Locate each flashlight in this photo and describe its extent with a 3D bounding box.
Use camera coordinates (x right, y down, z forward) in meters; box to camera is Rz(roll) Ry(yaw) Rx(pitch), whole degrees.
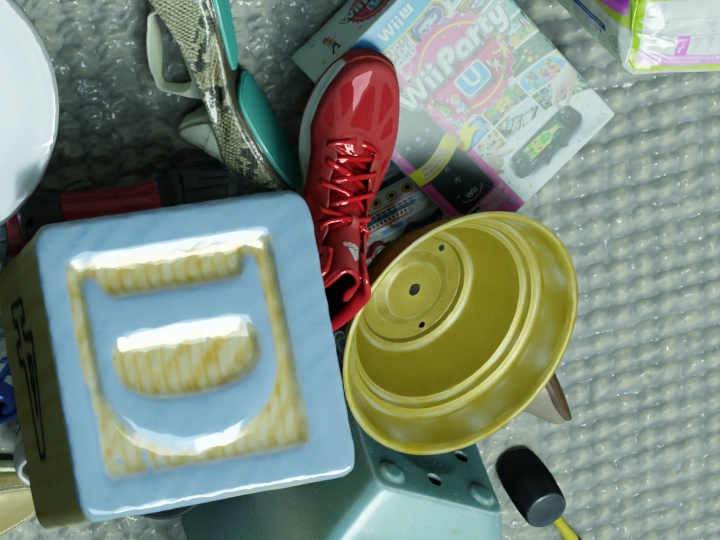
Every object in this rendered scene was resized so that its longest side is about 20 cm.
[{"bbox_3d":[-0.193,-0.048,1.557,0.199,0.068,0.068,-8,112,-16],"label":"flashlight"}]

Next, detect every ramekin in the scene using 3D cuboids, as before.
[{"bbox_3d":[-0.305,-0.119,1.441,0.201,0.094,0.203,-5,111,-13],"label":"ramekin"}]

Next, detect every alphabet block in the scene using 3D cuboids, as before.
[{"bbox_3d":[-0.133,0.065,1.482,0.194,0.200,0.197,-7,84,-17],"label":"alphabet block"}]

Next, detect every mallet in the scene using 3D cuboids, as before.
[{"bbox_3d":[0.183,0.234,1.860,0.041,0.066,0.200,-35,125,3],"label":"mallet"}]

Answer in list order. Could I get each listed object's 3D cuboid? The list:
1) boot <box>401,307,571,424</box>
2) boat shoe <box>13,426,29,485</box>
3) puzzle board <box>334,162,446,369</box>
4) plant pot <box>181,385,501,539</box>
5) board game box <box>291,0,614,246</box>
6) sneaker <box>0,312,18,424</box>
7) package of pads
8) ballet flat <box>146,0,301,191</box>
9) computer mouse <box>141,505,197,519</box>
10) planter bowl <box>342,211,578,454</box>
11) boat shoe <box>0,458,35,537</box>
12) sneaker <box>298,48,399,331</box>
[{"bbox_3d":[0.078,0.092,1.742,0.146,0.070,0.200,-26,137,7],"label":"boot"},{"bbox_3d":[-0.162,0.148,1.618,0.199,0.069,0.071,-1,112,-3],"label":"boat shoe"},{"bbox_3d":[0.000,0.000,1.687,0.199,0.017,0.151,-29,124,-4],"label":"puzzle board"},{"bbox_3d":[0.003,0.204,1.677,0.196,0.196,0.200,17,121,-28],"label":"plant pot"},{"bbox_3d":[0.070,-0.137,1.598,0.148,0.064,0.200,-45,120,4],"label":"board game box"},{"bbox_3d":[-0.250,0.067,1.588,0.200,0.088,0.075,-43,122,5],"label":"sneaker"},{"bbox_3d":[0.258,-0.204,1.585,0.199,0.155,0.068,-5,120,-19],"label":"package of pads"},{"bbox_3d":[-0.108,-0.136,1.549,0.075,0.068,0.201,-14,119,13],"label":"ballet flat"},{"bbox_3d":[-0.138,0.097,1.665,0.138,0.053,0.201,13,111,-9],"label":"computer mouse"},{"bbox_3d":[0.057,0.030,1.600,0.200,0.083,0.201,-16,124,-24],"label":"planter bowl"},{"bbox_3d":[-0.332,0.208,1.643,0.199,0.076,0.072,-20,123,-9],"label":"boat shoe"},{"bbox_3d":[-0.004,-0.047,1.510,0.078,0.116,0.201,6,111,-21],"label":"sneaker"}]
